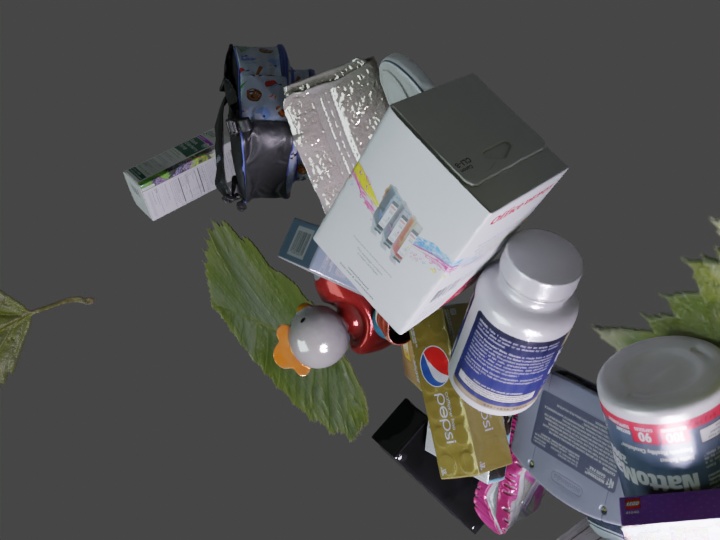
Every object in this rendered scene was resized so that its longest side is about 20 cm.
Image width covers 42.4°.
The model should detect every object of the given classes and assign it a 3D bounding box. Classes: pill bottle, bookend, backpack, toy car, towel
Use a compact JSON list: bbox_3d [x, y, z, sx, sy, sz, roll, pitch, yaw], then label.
[{"bbox_3d":[0.298,0.174,0.864,0.119,0.119,0.201,22,137,58],"label":"pill bottle"},{"bbox_3d":[0.169,0.055,1.000,0.111,0.111,0.201,48,144,30],"label":"pill bottle"},{"bbox_3d":[0.093,0.257,1.363,0.199,0.092,0.200,47,171,-27],"label":"bookend"},{"bbox_3d":[-0.126,-0.212,1.270,0.200,0.153,0.192,112,147,-60],"label":"backpack"},{"bbox_3d":[-0.053,0.072,1.417,0.178,0.199,0.184,63,158,-7],"label":"toy car"},{"bbox_3d":[-0.009,-0.154,1.152,0.035,0.132,0.201,-64,-46,-64],"label":"towel"}]

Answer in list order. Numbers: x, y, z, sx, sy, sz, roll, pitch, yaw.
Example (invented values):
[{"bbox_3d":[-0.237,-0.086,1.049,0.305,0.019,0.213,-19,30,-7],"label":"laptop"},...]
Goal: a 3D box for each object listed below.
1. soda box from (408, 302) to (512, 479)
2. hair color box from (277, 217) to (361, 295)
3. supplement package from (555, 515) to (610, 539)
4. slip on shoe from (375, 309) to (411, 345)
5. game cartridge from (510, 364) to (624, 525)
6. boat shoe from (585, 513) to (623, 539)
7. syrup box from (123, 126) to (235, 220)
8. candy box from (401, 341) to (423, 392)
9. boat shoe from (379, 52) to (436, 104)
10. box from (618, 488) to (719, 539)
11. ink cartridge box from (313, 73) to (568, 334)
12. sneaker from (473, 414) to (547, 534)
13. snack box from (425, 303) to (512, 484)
[{"bbox_3d":[0.119,0.145,1.122,0.068,0.064,0.202,-20,80,48],"label":"soda box"},{"bbox_3d":[0.000,0.000,1.246,0.199,0.061,0.099,26,178,-31],"label":"hair color box"},{"bbox_3d":[0.309,0.407,1.086,0.153,0.150,0.200,65,159,-10],"label":"supplement package"},{"bbox_3d":[0.077,0.015,1.161,0.201,0.074,0.061,-62,29,34],"label":"slip on shoe"},{"bbox_3d":[0.249,0.194,1.031,0.200,0.041,0.134,27,113,56],"label":"game cartridge"},{"bbox_3d":[0.298,0.254,1.028,0.091,0.071,0.200,60,160,-2],"label":"boat shoe"},{"bbox_3d":[-0.322,-0.181,1.709,0.079,0.199,0.082,37,151,44],"label":"syrup box"},{"bbox_3d":[0.136,0.152,1.288,0.200,0.055,0.116,40,150,40],"label":"candy box"},{"bbox_3d":[0.068,-0.151,1.049,0.201,0.065,0.074,59,159,5],"label":"boat shoe"},{"bbox_3d":[0.336,0.250,0.806,0.039,0.198,0.138,-69,-35,-58],"label":"box"},{"bbox_3d":[0.077,-0.068,0.936,0.145,0.145,0.200,48,136,13],"label":"ink cartridge box"},{"bbox_3d":[0.211,0.242,1.207,0.081,0.088,0.201,38,127,41],"label":"sneaker"},{"bbox_3d":[0.142,0.154,1.176,0.116,0.037,0.202,20,110,48],"label":"snack box"}]
